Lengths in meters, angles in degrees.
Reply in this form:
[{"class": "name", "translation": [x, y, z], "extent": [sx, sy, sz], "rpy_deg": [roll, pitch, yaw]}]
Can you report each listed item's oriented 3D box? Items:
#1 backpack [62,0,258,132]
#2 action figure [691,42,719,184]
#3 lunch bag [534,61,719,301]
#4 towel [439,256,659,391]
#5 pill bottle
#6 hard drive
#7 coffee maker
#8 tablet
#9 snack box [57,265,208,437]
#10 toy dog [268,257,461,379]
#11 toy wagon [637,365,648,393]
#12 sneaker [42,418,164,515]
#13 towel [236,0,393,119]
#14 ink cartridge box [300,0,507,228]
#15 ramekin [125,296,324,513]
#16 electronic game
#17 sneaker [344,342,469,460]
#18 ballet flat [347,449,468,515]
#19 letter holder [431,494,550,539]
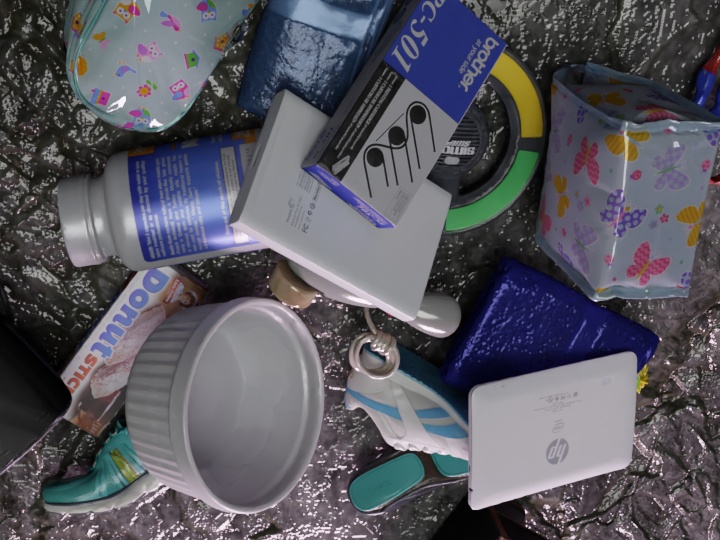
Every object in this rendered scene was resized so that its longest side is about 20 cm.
[{"class": "backpack", "translation": [-0.178, -0.223, 0.944], "extent": [0.165, 0.127, 0.201], "rpy_deg": [26, 112, -25]}, {"class": "action figure", "translation": [0.338, -0.124, 1.085], "extent": [0.065, 0.099, 0.201], "rpy_deg": [21, 111, -25]}, {"class": "lunch bag", "translation": [0.235, -0.090, 1.027], "extent": [0.125, 0.200, 0.172], "rpy_deg": [-3, 113, -16]}, {"class": "towel", "translation": [0.192, 0.087, 1.139], "extent": [0.198, 0.050, 0.149], "rpy_deg": [26, 99, -18]}, {"class": "pill bottle", "translation": [-0.173, -0.062, 1.024], "extent": [0.197, 0.112, 0.114], "rpy_deg": [-10, 114, -5]}, {"class": "hard drive", "translation": [-0.013, -0.056, 1.002], "extent": [0.199, 0.026, 0.134], "rpy_deg": [29, 67, -28]}, {"class": "coffee maker", "translation": [-0.375, 0.091, 1.013], "extent": [0.134, 0.193, 0.201], "rpy_deg": [-34, 114, 7]}, {"class": "tablet", "translation": [0.194, 0.159, 1.104], "extent": [0.197, 0.014, 0.132], "rpy_deg": [-9, 109, -23]}, {"class": "snack box", "translation": [-0.240, 0.075, 1.119], "extent": [0.072, 0.024, 0.201], "rpy_deg": [34, 104, -20]}, {"class": "toy dog", "translation": [0.000, 0.000, 1.087], "extent": [0.131, 0.097, 0.200], "rpy_deg": [-35, 120, 21]}, {"class": "toy wagon", "translation": [0.225, 0.116, 1.200], "extent": [0.197, 0.040, 0.157], "rpy_deg": [3, 113, -10]}, {"class": "sneaker", "translation": [-0.240, 0.192, 1.152], "extent": [0.198, 0.077, 0.081], "rpy_deg": [-24, 103, -8]}, {"class": "towel", "translation": [-0.035, -0.223, 1.011], "extent": [0.110, 0.049, 0.202], "rpy_deg": [17, 110, -14]}, {"class": "ink cartridge box", "translation": [0.040, -0.147, 0.980], "extent": [0.094, 0.044, 0.201], "rpy_deg": [36, 78, -20]}, {"class": "ramekin", "translation": [-0.135, 0.127, 1.069], "extent": [0.104, 0.200, 0.202], "rpy_deg": [0, 122, 37]}, {"class": "electronic game", "translation": [0.087, -0.129, 1.070], "extent": [0.197, 0.042, 0.203], "rpy_deg": [-5, 114, -11]}, {"class": "sneaker", "translation": [0.074, 0.155, 1.149], "extent": [0.199, 0.076, 0.081], "rpy_deg": [34, 112, 15]}, {"class": "ballet flat", "translation": [0.078, 0.207, 1.203], "extent": [0.198, 0.073, 0.074], "rpy_deg": [-26, 114, 8]}, {"class": "letter holder", "translation": [0.140, 0.372, 1.265], "extent": [0.141, 0.101, 0.201], "rpy_deg": [31, 105, -21]}]
